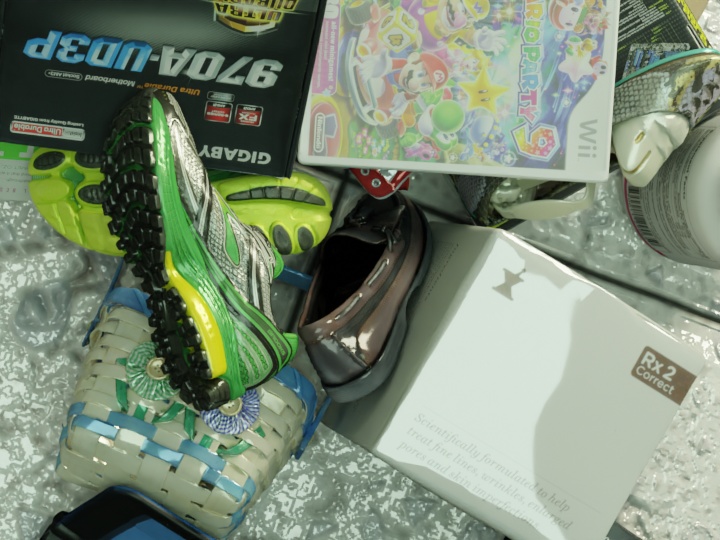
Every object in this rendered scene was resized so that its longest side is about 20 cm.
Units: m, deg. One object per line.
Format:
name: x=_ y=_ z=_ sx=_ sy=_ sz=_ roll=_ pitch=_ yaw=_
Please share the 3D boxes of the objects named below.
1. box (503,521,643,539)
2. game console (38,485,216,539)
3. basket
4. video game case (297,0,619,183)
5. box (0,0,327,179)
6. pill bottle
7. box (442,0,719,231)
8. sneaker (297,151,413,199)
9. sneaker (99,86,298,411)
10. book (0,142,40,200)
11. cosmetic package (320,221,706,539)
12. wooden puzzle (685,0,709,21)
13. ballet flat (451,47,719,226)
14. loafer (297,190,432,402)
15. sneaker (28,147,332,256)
box: x=0.169 y=0.278 z=1.604 sx=0.200 sy=0.104 sz=0.182 roll=34 pitch=87 yaw=-11
game console: x=-0.131 y=0.247 z=1.529 sx=0.200 sy=0.118 sz=0.171 roll=34 pitch=90 yaw=-13
basket: x=-0.100 y=0.068 z=1.528 sx=0.176 sy=0.139 sz=0.200 roll=24 pitch=55 yaw=-1
video game case: x=0.063 y=-0.133 z=1.484 sx=0.200 sy=0.018 sz=0.144 roll=4 pitch=91 yaw=4
box: x=-0.128 y=-0.146 z=1.443 sx=0.200 sy=0.046 sz=0.159 roll=8 pitch=122 yaw=-9
pill bottle: x=0.261 y=-0.053 z=1.553 sx=0.113 sy=0.200 sz=0.114 roll=-1 pitch=95 yaw=-14
box: x=0.129 y=-0.136 z=1.565 sx=0.200 sy=0.044 sz=0.160 roll=-30 pitch=102 yaw=16
sneaker: x=-0.034 y=-0.091 z=1.546 sx=0.200 sy=0.071 sz=0.113 roll=-15 pitch=102 yaw=14
sneaker: x=-0.101 y=-0.018 z=1.438 sx=0.085 sy=0.078 sz=0.200 roll=-21 pitch=96 yaw=-31
book: x=-0.212 y=-0.140 z=1.495 sx=0.133 sy=0.048 sz=0.200 roll=5 pitch=122 yaw=-15
cosmetic package: x=0.094 y=0.078 z=1.531 sx=0.165 sy=0.200 sz=0.165 roll=31 pitch=87 yaw=-10
wooden puzzle: x=0.192 y=-0.287 z=1.618 sx=0.200 sy=0.037 sz=0.185 roll=31 pitch=86 yaw=-15
ballet flat: x=0.157 y=-0.077 z=1.518 sx=0.200 sy=0.072 sz=0.072 roll=-22 pitch=97 yaw=17
loafer: x=0.000 y=0.000 z=1.517 sx=0.072 sy=0.200 sz=0.063 roll=-24 pitch=120 yaw=26
sneaker: x=-0.120 y=-0.042 z=1.521 sx=0.200 sy=0.084 sz=0.074 roll=8 pitch=92 yaw=-8
